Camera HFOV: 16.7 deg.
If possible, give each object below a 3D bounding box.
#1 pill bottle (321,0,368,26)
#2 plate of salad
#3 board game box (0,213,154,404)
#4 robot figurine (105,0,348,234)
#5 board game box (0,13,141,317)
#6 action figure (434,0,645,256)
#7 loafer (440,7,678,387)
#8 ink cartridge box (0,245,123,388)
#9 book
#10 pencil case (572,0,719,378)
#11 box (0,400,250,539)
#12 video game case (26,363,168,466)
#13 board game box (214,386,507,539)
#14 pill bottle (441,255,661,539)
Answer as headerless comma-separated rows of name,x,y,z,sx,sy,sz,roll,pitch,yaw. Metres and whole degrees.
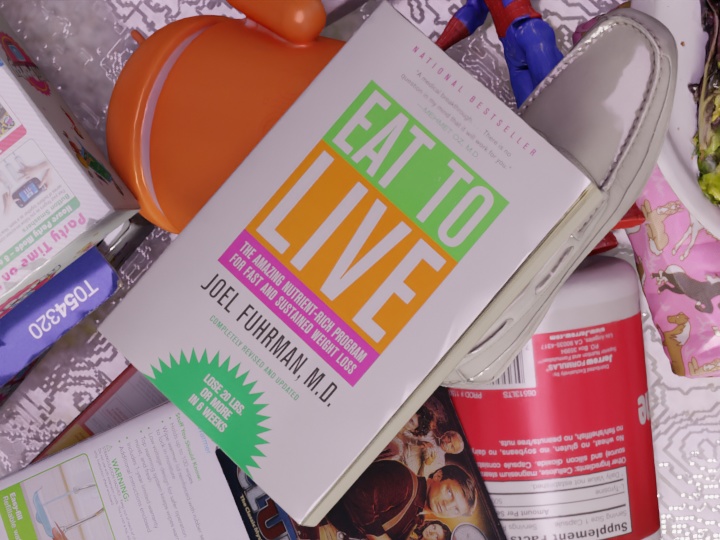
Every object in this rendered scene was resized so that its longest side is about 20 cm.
pill bottle,-0.053,-0.224,1.254,0.109,0.109,0.201,-31,90,8
plate of salad,0.217,-0.102,1.215,0.199,0.048,0.202,4,82,-30
board game box,-0.231,0.001,1.310,0.147,0.064,0.200,42,97,3
robot figurine,-0.044,-0.065,1.215,0.199,0.144,0.117,15,59,35
board game box,-0.227,-0.066,1.195,0.147,0.064,0.201,-37,87,7
action figure,0.064,-0.103,1.231,0.098,0.065,0.202,-10,74,-22
loafer,0.084,-0.032,1.154,0.070,0.070,0.201,32,101,21
ink cartridge box,-0.256,-0.011,1.254,0.196,0.043,0.200,-39,87,8
book,-0.005,-0.004,1.112,0.133,0.048,0.200,41,93,13
pencil case,0.172,-0.043,1.255,0.086,0.083,0.202,-15,92,6
box,-0.088,0.176,1.227,0.175,0.097,0.201,-25,77,14
video game case,-0.112,0.139,1.315,0.143,0.017,0.200,45,107,-4
board game box,0.023,0.159,1.170,0.035,0.135,0.201,-30,79,42
pill bottle,0.096,0.098,1.259,0.111,0.112,0.202,-5,96,7
